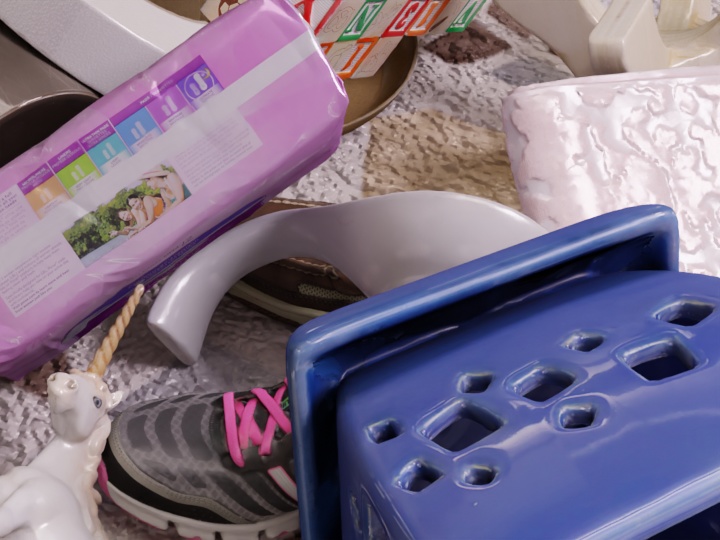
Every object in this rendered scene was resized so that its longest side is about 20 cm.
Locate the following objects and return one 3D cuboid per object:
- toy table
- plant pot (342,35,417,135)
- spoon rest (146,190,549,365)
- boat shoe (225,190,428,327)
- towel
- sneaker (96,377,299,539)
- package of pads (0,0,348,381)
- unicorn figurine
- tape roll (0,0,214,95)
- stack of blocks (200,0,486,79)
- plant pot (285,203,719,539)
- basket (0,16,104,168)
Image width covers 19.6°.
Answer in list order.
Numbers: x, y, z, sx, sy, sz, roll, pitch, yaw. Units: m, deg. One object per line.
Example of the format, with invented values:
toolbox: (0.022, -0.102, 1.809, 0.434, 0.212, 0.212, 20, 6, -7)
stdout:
toy table: (0.160, -0.110, 1.087, 0.182, 0.118, 0.200, -3, 30, 14)
plant pot: (-0.068, -0.125, 1.158, 0.198, 0.028, 0.201, 6, 41, -5)
spoon rest: (0.000, 0.000, 0.938, 0.199, 0.099, 0.061, -7, 54, 26)
boat shoe: (0.019, -0.011, 1.007, 0.201, 0.075, 0.075, 14, 41, 5)
towel: (0.171, 0.002, 0.971, 0.190, 0.032, 0.201, -9, 81, -20)
sneaker: (-0.016, 0.065, 0.905, 0.198, 0.088, 0.074, 1, 42, -8)
package of pads: (-0.098, -0.036, 0.918, 0.200, 0.121, 0.076, -36, 86, -3)
unicorn figurine: (-0.121, 0.112, 0.820, 0.137, 0.074, 0.201, 0, 69, -63)
tape roll: (-0.123, -0.144, 1.046, 0.202, 0.037, 0.203, 34, 21, -15)
stack of blocks: (0.013, -0.163, 1.091, 0.059, 0.115, 0.200, 44, 23, 13)
plant pot: (0.079, 0.101, 0.795, 0.199, 0.201, 0.180, -20, 41, -19)
basket: (-0.218, -0.101, 1.023, 0.200, 0.136, 0.180, 46, 26, 29)
